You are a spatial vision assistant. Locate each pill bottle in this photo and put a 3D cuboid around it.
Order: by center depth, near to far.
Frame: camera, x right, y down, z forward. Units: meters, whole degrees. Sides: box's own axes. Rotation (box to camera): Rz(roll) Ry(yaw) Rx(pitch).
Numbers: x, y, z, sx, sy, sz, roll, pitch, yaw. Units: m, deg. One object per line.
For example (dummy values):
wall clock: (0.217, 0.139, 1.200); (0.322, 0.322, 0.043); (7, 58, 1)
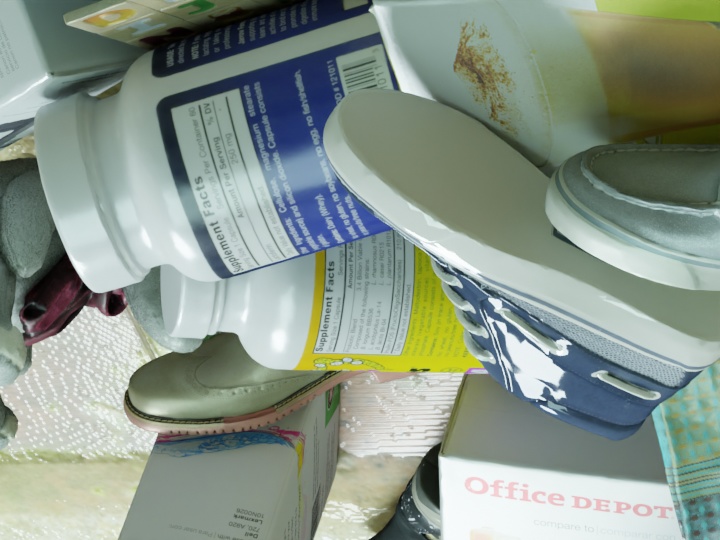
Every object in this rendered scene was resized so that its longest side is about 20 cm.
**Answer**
pill bottle: (-0.046, -0.061, 1.354); (0.199, 0.116, 0.116); (-16, 131, 8)
pill bottle: (0.000, 0.000, 1.472); (0.199, 0.105, 0.105); (2, 141, -13)

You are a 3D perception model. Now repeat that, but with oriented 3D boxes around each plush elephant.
plush elephant: (-0.147, -0.008, 1.540); (0.154, 0.201, 0.165); (-1, 154, -10)

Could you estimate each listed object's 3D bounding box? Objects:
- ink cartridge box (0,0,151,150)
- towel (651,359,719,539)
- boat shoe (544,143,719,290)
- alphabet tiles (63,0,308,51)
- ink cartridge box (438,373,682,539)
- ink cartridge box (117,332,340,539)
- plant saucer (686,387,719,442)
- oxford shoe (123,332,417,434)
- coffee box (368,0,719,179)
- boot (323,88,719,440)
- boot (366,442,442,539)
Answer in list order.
ink cartridge box: (-0.215, -0.130, 1.429); (0.199, 0.083, 0.146); (-25, 85, 40)
towel: (0.206, 0.038, 1.376); (0.146, 0.022, 0.201); (-10, 109, 13)
boat shoe: (0.176, -0.033, 1.148); (0.199, 0.070, 0.072); (10, 127, 3)
alphabet tiles: (-0.038, -0.133, 1.321); (0.165, 0.006, 0.200); (-17, 172, 17)
ink cartridge box: (0.120, 0.157, 1.564); (0.144, 0.084, 0.201); (6, 128, 12)
ink cartridge box: (-0.074, 0.137, 1.620); (0.083, 0.201, 0.145); (12, 138, 8)
plant saucer: (0.250, 0.018, 1.393); (0.199, 0.037, 0.202); (3, 110, 7)
oxford shoe: (-0.039, 0.030, 1.558); (0.199, 0.071, 0.074); (-19, 127, -8)
coffee box: (0.141, -0.112, 1.271); (0.196, 0.201, 0.200); (-2, 134, 22)
boot: (0.057, 0.004, 1.220); (0.199, 0.073, 0.090); (30, 133, -10)
boot: (0.096, 0.189, 1.713); (0.203, 0.074, 0.154); (28, 142, -10)
